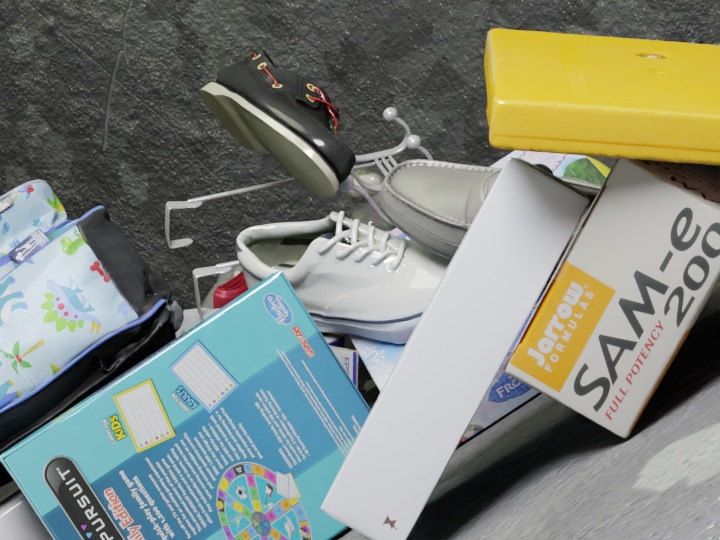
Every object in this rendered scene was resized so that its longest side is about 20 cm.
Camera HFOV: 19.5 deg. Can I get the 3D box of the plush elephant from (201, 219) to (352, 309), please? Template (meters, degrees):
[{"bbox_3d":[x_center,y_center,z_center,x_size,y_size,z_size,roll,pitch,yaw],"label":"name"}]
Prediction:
[{"bbox_3d":[-0.038,0.046,1.730,0.154,0.165,0.201,-2,40,14],"label":"plush elephant"}]

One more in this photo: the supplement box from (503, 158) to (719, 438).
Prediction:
[{"bbox_3d":[0.151,-0.009,1.092,0.127,0.073,0.200,-63,-7,20],"label":"supplement box"}]

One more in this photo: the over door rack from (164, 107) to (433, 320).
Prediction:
[{"bbox_3d":[-0.044,-0.053,1.487,0.199,0.067,0.148,-22,26,-4],"label":"over door rack"}]

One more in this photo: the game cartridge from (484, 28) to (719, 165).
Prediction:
[{"bbox_3d":[0.150,-0.086,1.059,0.175,0.033,0.200,5,17,2],"label":"game cartridge"}]

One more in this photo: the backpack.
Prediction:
[{"bbox_3d":[-0.229,0.051,1.333,0.200,0.147,0.183,-37,-11,-14],"label":"backpack"}]

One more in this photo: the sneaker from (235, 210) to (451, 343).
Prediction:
[{"bbox_3d":[0.000,0.000,1.336,0.199,0.071,0.073,-5,42,35],"label":"sneaker"}]

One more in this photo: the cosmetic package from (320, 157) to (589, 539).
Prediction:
[{"bbox_3d":[0.053,0.038,1.097,0.201,0.051,0.151,-62,-2,5],"label":"cosmetic package"}]

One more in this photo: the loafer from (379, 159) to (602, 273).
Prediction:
[{"bbox_3d":[0.099,-0.037,1.260,0.199,0.070,0.070,15,49,27],"label":"loafer"}]

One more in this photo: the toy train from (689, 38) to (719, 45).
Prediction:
[{"bbox_3d":[0.256,-0.104,1.469,0.086,0.115,0.200,-31,5,22],"label":"toy train"}]

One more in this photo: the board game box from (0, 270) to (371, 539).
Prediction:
[{"bbox_3d":[-0.091,0.118,1.251,0.199,0.151,0.047,-33,3,-8],"label":"board game box"}]

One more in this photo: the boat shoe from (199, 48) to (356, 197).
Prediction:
[{"bbox_3d":[-0.049,-0.106,1.438,0.063,0.074,0.201,-38,28,-7],"label":"boat shoe"}]

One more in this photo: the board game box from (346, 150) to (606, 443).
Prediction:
[{"bbox_3d":[0.087,0.010,1.354,0.199,0.041,0.200,-33,31,0],"label":"board game box"}]

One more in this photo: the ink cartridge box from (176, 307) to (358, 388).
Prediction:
[{"bbox_3d":[-0.057,0.085,1.413,0.037,0.095,0.199,-7,11,-39],"label":"ink cartridge box"}]

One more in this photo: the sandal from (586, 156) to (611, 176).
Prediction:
[{"bbox_3d":[0.185,-0.028,1.551,0.086,0.080,0.200,4,-9,-6],"label":"sandal"}]

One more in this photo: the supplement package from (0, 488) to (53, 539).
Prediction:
[{"bbox_3d":[-0.197,0.199,1.326,0.199,0.122,0.120,-34,3,-18],"label":"supplement package"}]

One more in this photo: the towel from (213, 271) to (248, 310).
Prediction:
[{"bbox_3d":[-0.081,0.085,1.570,0.022,0.201,0.145,12,21,18],"label":"towel"}]

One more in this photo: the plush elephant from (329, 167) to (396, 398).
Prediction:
[{"bbox_3d":[0.019,0.026,1.515,0.201,0.164,0.155,-60,-9,-1],"label":"plush elephant"}]
